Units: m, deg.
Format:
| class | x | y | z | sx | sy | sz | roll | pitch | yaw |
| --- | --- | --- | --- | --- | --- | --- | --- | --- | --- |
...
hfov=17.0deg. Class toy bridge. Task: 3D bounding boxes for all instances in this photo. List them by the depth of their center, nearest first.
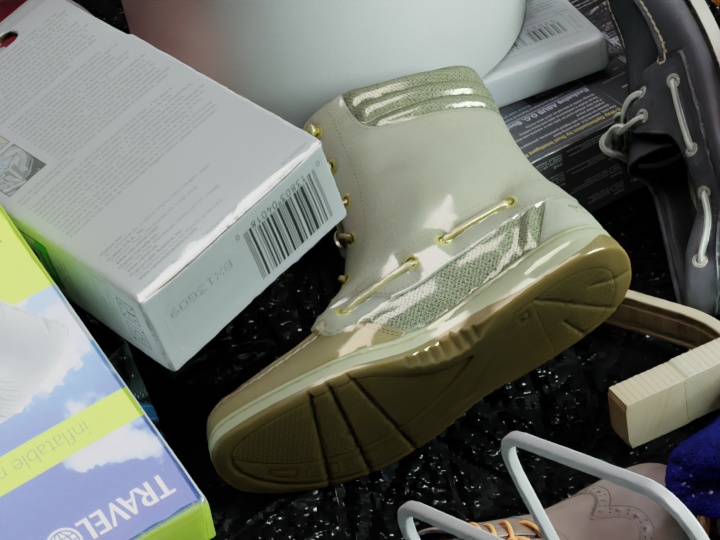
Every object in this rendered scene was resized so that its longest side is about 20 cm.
| class | x | y | z | sx | sy | sz | roll | pitch | yaw |
| --- | --- | --- | --- | --- | --- | --- | --- | --- | --- |
| toy bridge | 0.140 | 0.051 | 1.043 | 0.067 | 0.027 | 0.200 | -22 | 37 | -16 |

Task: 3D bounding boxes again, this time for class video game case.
| class | x | y | z | sx | sy | sz | roll | pitch | yaw |
| --- | --- | --- | --- | --- | --- | --- | --- | --- | --- |
| video game case | 0.000 | -0.116 | 1.235 | 0.200 | 0.023 | 0.182 | -21 | 36 | -11 |

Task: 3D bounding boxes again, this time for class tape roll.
| class | x | y | z | sx | sy | sz | roll | pitch | yaw |
| --- | --- | --- | --- | --- | --- | --- | --- | --- | --- |
| tape roll | -0.027 | -0.174 | 1.184 | 0.202 | 0.139 | 0.203 | -9 | 35 | 7 |

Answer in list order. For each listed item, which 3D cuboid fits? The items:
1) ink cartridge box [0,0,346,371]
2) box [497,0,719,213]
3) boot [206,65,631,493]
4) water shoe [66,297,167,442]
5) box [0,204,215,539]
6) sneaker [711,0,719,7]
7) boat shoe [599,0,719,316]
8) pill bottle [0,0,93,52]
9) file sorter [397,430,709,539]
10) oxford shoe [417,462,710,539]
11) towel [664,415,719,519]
| class | x | y | z | sx | sy | sz | roll | pitch | yaw |
| --- | --- | --- | --- | --- | --- | --- | --- | --- | --- |
| ink cartridge box | -0.114 | -0.046 | 1.078 | 0.109 | 0.050 | 0.200 | -43 | 49 | -20 |
| box | 0.079 | -0.084 | 1.229 | 0.200 | 0.050 | 0.158 | -27 | 39 | -21 |
| boot | 0.000 | 0.000 | 1.075 | 0.200 | 0.072 | 0.155 | -30 | 52 | -6 |
| water shoe | -0.119 | 0.077 | 1.034 | 0.071 | 0.079 | 0.200 | -18 | 36 | -10 |
| box | -0.151 | 0.075 | 0.972 | 0.122 | 0.048 | 0.200 | -31 | 64 | -16 |
| sneaker | 0.197 | -0.120 | 1.142 | 0.112 | 0.078 | 0.200 | 47 | 16 | 12 |
| boat shoe | 0.145 | -0.066 | 1.122 | 0.063 | 0.073 | 0.200 | -17 | 63 | -7 |
| pill bottle | -0.168 | -0.073 | 1.227 | 0.113 | 0.113 | 0.200 | -18 | 35 | -9 |
| file sorter | 0.027 | 0.160 | 0.785 | 0.200 | 0.125 | 0.139 | -34 | 20 | -18 |
| oxford shoe | 0.060 | 0.124 | 0.924 | 0.200 | 0.073 | 0.071 | -34 | 41 | -30 |
| towel | 0.230 | 0.050 | 0.948 | 0.200 | 0.050 | 0.148 | -25 | 8 | -42 |
